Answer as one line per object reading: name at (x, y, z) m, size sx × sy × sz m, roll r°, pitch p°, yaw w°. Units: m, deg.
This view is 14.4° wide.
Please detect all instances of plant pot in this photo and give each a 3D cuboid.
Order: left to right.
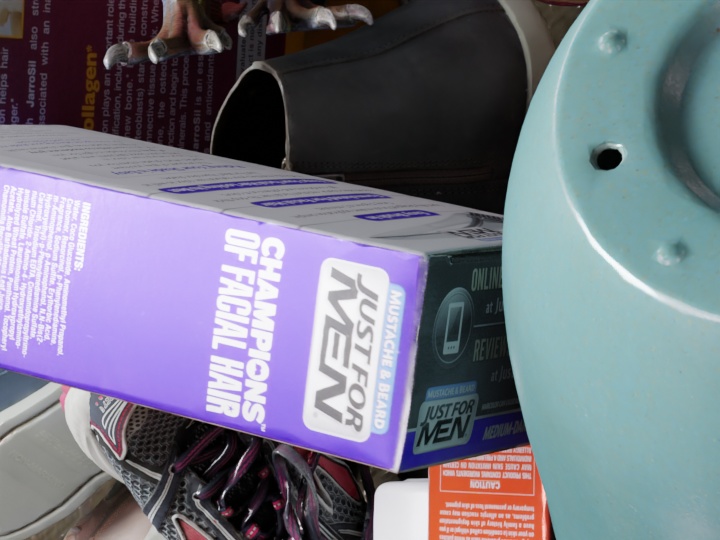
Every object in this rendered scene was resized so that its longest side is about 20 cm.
plant pot at (0.124, 0.001, 0.694) m, size 0.199 × 0.161 × 0.202 m, roll -9°, pitch 57°, yaw 14°

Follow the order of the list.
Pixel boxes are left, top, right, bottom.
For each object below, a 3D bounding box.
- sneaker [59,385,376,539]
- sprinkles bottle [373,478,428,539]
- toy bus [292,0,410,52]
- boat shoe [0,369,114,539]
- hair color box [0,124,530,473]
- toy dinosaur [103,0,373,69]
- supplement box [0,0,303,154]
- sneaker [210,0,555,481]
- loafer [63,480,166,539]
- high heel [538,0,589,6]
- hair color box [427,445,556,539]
sneaker at (-0.030, 0.077, 0.971) m, size 0.080 × 0.200 × 0.075 m, roll -38°, pitch 46°, yaw -1°
sprinkles bottle at (0.039, 0.170, 0.948) m, size 0.068 × 0.068 × 0.202 m, roll -6°, pitch 83°, yaw 53°
toy bus at (-0.022, -0.137, 1.050) m, size 0.078 × 0.065 × 0.202 m, roll -8°, pitch 84°, yaw 47°
boat shoe at (-0.087, 0.040, 1.050) m, size 0.200 × 0.075 × 0.062 m, roll -32°, pitch 39°, yaw 33°
hair color box at (-0.043, 0.003, 0.822) m, size 0.199 × 0.109 × 0.065 m, roll 11°, pitch 98°, yaw 30°
toy dinosaur at (-0.056, -0.155, 0.843) m, size 0.200 × 0.104 × 0.183 m, roll 8°, pitch 108°, yaw 65°
supplement box at (-0.119, -0.060, 0.957) m, size 0.085 × 0.199 × 0.111 m, roll 8°, pitch 97°, yaw 45°
sneaker at (0.000, 0.000, 0.952) m, size 0.075 × 0.106 × 0.201 m, roll 40°, pitch 138°, yaw 45°
loafer at (-0.077, 0.108, 1.120) m, size 0.200 × 0.072 × 0.063 m, roll -47°, pitch 35°, yaw 33°
high heel at (0.090, -0.073, 0.903) m, size 0.199 × 0.067 × 0.097 m, roll 13°, pitch 87°, yaw 40°
hair color box at (0.074, 0.110, 0.878) m, size 0.061 × 0.101 × 0.202 m, roll -2°, pitch 86°, yaw 52°
